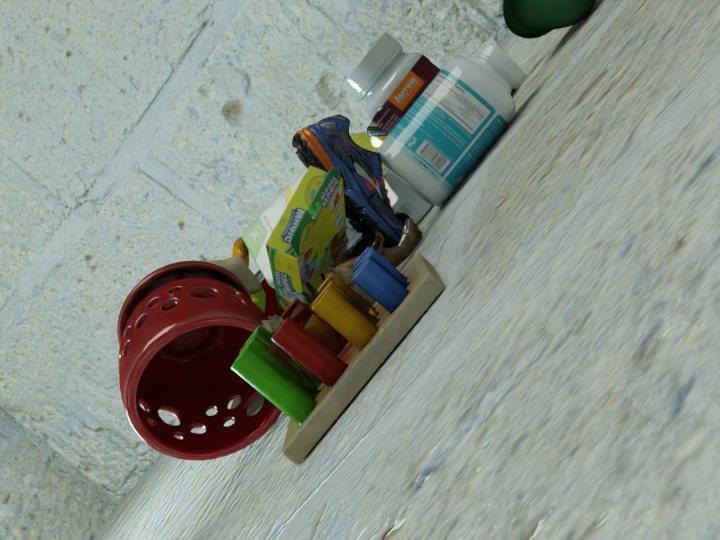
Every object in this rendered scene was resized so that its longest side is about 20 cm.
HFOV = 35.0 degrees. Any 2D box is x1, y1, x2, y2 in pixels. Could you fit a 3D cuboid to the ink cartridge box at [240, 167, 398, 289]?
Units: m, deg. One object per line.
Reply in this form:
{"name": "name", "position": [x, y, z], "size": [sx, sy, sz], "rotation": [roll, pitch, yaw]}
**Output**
{"name": "ink cartridge box", "position": [-0.056, -0.071, 1.537], "size": [0.200, 0.067, 0.117], "rotation": [-45, 47, 10]}

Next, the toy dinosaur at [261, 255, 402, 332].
{"name": "toy dinosaur", "position": [-0.017, 0.030, 1.247], "size": [0.200, 0.086, 0.136], "rotation": [-42, 1, 30]}

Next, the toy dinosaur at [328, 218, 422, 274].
{"name": "toy dinosaur", "position": [-0.003, 0.017, 1.350], "size": [0.200, 0.106, 0.060], "rotation": [-47, 35, 6]}

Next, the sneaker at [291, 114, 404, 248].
{"name": "sneaker", "position": [0.006, -0.108, 1.399], "size": [0.078, 0.200, 0.075], "rotation": [-41, 11, -15]}

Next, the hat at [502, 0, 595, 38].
{"name": "hat", "position": [0.302, -0.349, 1.518], "size": [0.166, 0.176, 0.200], "rotation": [-52, -34, 12]}

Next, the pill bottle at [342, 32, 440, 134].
{"name": "pill bottle", "position": [0.080, -0.225, 1.559], "size": [0.114, 0.200, 0.114], "rotation": [-50, 4, 5]}

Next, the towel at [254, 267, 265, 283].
{"name": "towel", "position": [-0.117, 0.056, 1.693], "size": [0.149, 0.031, 0.200], "rotation": [-52, -29, -19]}

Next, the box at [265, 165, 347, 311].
{"name": "box", "position": [-0.061, -0.033, 1.333], "size": [0.200, 0.048, 0.118], "rotation": [91, -156, -64]}

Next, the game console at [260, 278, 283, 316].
{"name": "game console", "position": [-0.138, 0.102, 1.653], "size": [0.200, 0.119, 0.172], "rotation": [-52, 4, -23]}

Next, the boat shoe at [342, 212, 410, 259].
{"name": "boat shoe", "position": [0.000, 0.000, 1.449], "size": [0.200, 0.070, 0.066], "rotation": [-45, 0, -22]}

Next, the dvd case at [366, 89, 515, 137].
{"name": "dvd case", "position": [0.123, -0.244, 1.699], "size": [0.199, 0.018, 0.143], "rotation": [-1, 33, 27]}

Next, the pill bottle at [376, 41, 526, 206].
{"name": "pill bottle", "position": [0.120, -0.188, 1.438], "size": [0.200, 0.111, 0.111], "rotation": [-50, 4, 3]}

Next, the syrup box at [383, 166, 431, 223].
{"name": "syrup box", "position": [0.070, -0.127, 1.649], "size": [0.079, 0.081, 0.200], "rotation": [-47, 5, 28]}

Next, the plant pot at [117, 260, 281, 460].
{"name": "plant pot", "position": [-0.202, 0.101, 1.389], "size": [0.201, 0.200, 0.183], "rotation": [-50, 33, 7]}

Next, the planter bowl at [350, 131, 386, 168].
{"name": "planter bowl", "position": [0.083, -0.192, 1.815], "size": [0.199, 0.084, 0.200], "rotation": [-12, 5, 1]}

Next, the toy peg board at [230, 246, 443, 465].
{"name": "toy peg board", "position": [-0.029, 0.049, 1.052], "size": [0.200, 0.098, 0.200], "rotation": [-51, 4, 5]}

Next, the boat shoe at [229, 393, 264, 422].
{"name": "boat shoe", "position": [-0.090, 0.124, 1.472], "size": [0.067, 0.057, 0.201], "rotation": [20, 71, 48]}

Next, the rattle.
{"name": "rattle", "position": [-0.235, 0.034, 1.529], "size": [0.199, 0.143, 0.130], "rotation": [-30, -35, 3]}
